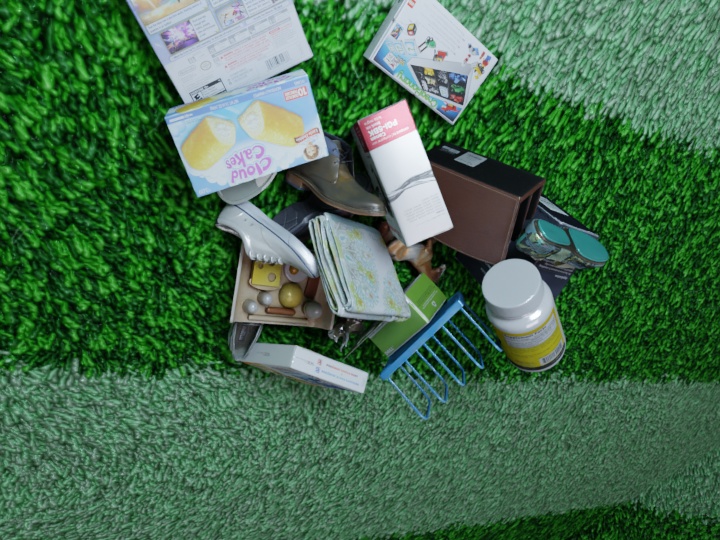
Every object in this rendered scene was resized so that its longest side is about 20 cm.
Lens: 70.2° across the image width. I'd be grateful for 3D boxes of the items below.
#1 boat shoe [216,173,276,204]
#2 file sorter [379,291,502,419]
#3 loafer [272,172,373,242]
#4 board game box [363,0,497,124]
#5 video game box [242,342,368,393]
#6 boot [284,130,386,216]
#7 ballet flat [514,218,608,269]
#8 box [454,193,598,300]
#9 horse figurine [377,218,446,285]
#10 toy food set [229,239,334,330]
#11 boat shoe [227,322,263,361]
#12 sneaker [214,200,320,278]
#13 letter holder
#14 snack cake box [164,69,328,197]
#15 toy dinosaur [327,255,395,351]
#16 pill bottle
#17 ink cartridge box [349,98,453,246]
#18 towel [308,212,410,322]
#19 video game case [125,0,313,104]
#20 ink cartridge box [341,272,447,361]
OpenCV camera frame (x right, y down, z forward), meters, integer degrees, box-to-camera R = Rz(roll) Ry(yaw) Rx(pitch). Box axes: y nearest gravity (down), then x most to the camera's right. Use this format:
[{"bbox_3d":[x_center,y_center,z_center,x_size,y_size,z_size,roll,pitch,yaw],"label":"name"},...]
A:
[{"bbox_3d":[-0.149,-0.188,0.804,0.199,0.060,0.076,-42,109,11],"label":"boat shoe"},{"bbox_3d":[0.155,0.159,0.969,0.123,0.139,0.200,45,101,4],"label":"file sorter"},{"bbox_3d":[-0.062,-0.104,0.895,0.197,0.073,0.063,-25,148,14],"label":"loafer"},{"bbox_3d":[0.116,-0.342,0.824,0.198,0.035,0.127,25,110,-34],"label":"board game box"},{"bbox_3d":[-0.114,0.191,1.012,0.181,0.198,0.048,31,67,-33],"label":"video game box"},{"bbox_3d":[-0.035,-0.157,0.803,0.074,0.198,0.098,-17,129,-57],"label":"boot"},{"bbox_3d":[0.335,-0.038,0.864,0.197,0.075,0.075,16,116,-31],"label":"ballet flat"},{"bbox_3d":[0.317,-0.046,1.013,0.116,0.198,0.202,12,119,-30],"label":"box"},{"bbox_3d":[0.102,-0.056,1.010,0.197,0.050,0.134,14,116,-30],"label":"horse figurine"},{"bbox_3d":[-0.130,0.029,0.918,0.197,0.060,0.146,8,90,-32],"label":"toy food set"},{"bbox_3d":[-0.201,0.081,0.963,0.071,0.071,0.203,6,117,-25],"label":"boat shoe"},{"bbox_3d":[-0.151,-0.041,0.839,0.071,0.199,0.073,-51,168,-10],"label":"sneaker"},{"bbox_3d":[0.195,-0.116,0.897,0.100,0.198,0.144,-32,140,-40],"label":"letter holder"},{"bbox_3d":[-0.155,-0.194,0.721,0.197,0.067,0.117,-19,119,-5],"label":"snack cake box"},{"bbox_3d":[0.008,0.056,1.005,0.199,0.103,0.077,-42,166,-2],"label":"toy dinosaur"},{"bbox_3d":[0.280,0.079,0.879,0.113,0.115,0.201,-33,132,2],"label":"pill bottle"},{"bbox_3d":[0.061,-0.152,0.816,0.082,0.147,0.203,-23,102,0],"label":"ink cartridge box"},{"bbox_3d":[0.000,0.000,0.856,0.048,0.174,0.199,-28,158,29],"label":"towel"},{"bbox_3d":[-0.188,-0.339,0.691,0.197,0.046,0.183,-27,131,-4],"label":"video game case"},{"bbox_3d":[0.066,0.113,0.998,0.076,0.200,0.148,44,131,2],"label":"ink cartridge box"}]
